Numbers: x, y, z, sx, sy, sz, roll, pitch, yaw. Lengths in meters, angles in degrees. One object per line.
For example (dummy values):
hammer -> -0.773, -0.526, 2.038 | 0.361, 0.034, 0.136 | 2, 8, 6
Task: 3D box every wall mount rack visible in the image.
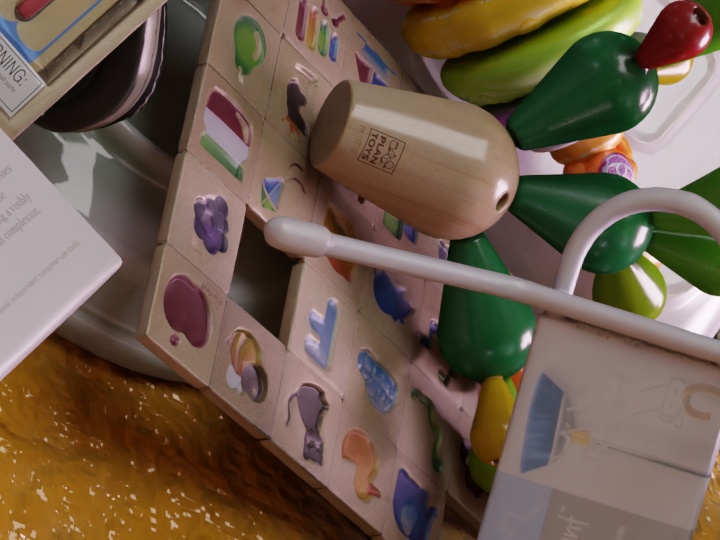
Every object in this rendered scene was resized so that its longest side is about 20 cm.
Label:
wall mount rack -> 0.043, 0.065, 0.908 | 0.173, 0.201, 0.075 | 16, 6, 9

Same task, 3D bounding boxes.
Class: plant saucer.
plant saucer -> -0.075, -0.058, 0.992 | 0.200, 0.050, 0.201 | 29, 38, -26

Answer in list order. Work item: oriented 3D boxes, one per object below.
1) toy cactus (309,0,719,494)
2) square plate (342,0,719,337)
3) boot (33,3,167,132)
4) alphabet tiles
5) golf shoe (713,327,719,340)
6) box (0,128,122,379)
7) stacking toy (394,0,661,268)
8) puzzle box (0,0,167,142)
toy cactus -> 0.062, -0.015, 0.970 | 0.164, 0.201, 0.102 | 19, 25, -21
square plate -> 0.098, -0.077, 1.108 | 0.198, 0.028, 0.200 | 46, 62, -8
boot -> -0.070, -0.137, 0.962 | 0.154, 0.073, 0.205 | 13, 64, -63
alphabet tiles -> 0.000, 0.000, 0.978 | 0.200, 0.008, 0.168 | 44, 45, -43
golf shoe -> 0.192, 0.020, 1.200 | 0.098, 0.078, 0.200 | 59, 38, -3
box -> -0.185, -0.025, 0.792 | 0.200, 0.097, 0.124 | 48, 34, -3
stacking toy -> 0.062, -0.084, 1.032 | 0.116, 0.109, 0.201 | -35, 106, -37
puzzle box -> -0.120, -0.152, 0.841 | 0.133, 0.025, 0.200 | -44, 102, -17
